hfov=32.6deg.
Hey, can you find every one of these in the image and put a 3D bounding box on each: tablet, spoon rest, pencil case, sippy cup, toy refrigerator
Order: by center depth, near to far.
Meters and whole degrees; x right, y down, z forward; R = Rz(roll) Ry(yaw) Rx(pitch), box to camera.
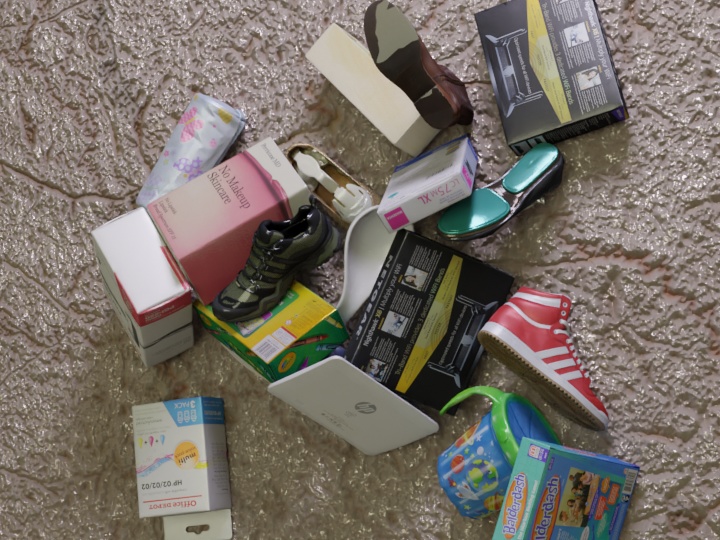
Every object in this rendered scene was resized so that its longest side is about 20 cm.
[{"bbox_3d":[0.172,0.244,1.547,0.130,0.140,0.178,-37,51,24],"label":"sippy cup"},{"bbox_3d":[-0.008,0.178,1.581,0.130,0.200,0.014,-27,41,35],"label":"tablet"},{"bbox_3d":[0.000,0.000,1.664,0.200,0.099,0.061,-57,31,16],"label":"spoon rest"},{"bbox_3d":[0.021,-0.251,1.691,0.070,0.076,0.200,-48,64,11],"label":"toy refrigerator"},{"bbox_3d":[-0.245,-0.158,1.786,0.091,0.083,0.200,29,93,29],"label":"pencil case"}]

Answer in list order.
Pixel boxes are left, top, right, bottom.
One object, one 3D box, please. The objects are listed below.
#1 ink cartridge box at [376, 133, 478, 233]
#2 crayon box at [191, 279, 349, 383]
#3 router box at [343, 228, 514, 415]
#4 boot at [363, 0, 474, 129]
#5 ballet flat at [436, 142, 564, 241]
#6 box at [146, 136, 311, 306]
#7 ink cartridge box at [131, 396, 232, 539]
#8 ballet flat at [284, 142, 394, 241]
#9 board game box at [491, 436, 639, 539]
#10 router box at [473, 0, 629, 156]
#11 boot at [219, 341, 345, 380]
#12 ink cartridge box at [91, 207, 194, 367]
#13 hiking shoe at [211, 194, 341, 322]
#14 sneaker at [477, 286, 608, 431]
[{"bbox_3d":[0.092,-0.118,1.609,0.119,0.200,0.042,-25,107,17],"label":"ink cartridge box"},{"bbox_3d":[-0.123,0.066,1.651,0.119,0.058,0.200,-38,41,-18],"label":"crayon box"},{"bbox_3d":[0.086,0.067,1.589,0.157,0.052,0.200,23,94,-13],"label":"router box"},{"bbox_3d":[0.082,-0.265,1.602,0.064,0.200,0.187,-28,93,18],"label":"boot"},{"bbox_3d":[0.186,-0.085,1.591,0.200,0.073,0.073,-37,69,-13],"label":"ballet flat"},{"bbox_3d":[-0.168,-0.068,1.678,0.200,0.109,0.128,-31,50,-8],"label":"box"},{"bbox_3d":[-0.251,0.284,1.733,0.115,0.068,0.201,-10,79,20],"label":"ink cartridge box"},{"bbox_3d":[-0.035,-0.110,1.706,0.200,0.065,0.071,38,93,21],"label":"ballet flat"},{"bbox_3d":[0.245,0.288,1.468,0.045,0.200,0.152,16,87,45],"label":"board game box"},{"bbox_3d":[0.249,-0.270,1.618,0.157,0.052,0.200,-17,72,18],"label":"router box"},{"bbox_3d":[-0.112,0.105,1.714,0.200,0.073,0.090,31,68,29],"label":"boot"},{"bbox_3d":[-0.300,0.028,1.713,0.085,0.200,0.146,-27,70,-16],"label":"ink cartridge box"},{"bbox_3d":[-0.125,-0.018,1.613,0.200,0.101,0.076,-40,41,-10],"label":"hiking shoe"},{"bbox_3d":[0.255,0.105,1.558,0.200,0.071,0.113,41,67,-2],"label":"sneaker"}]
